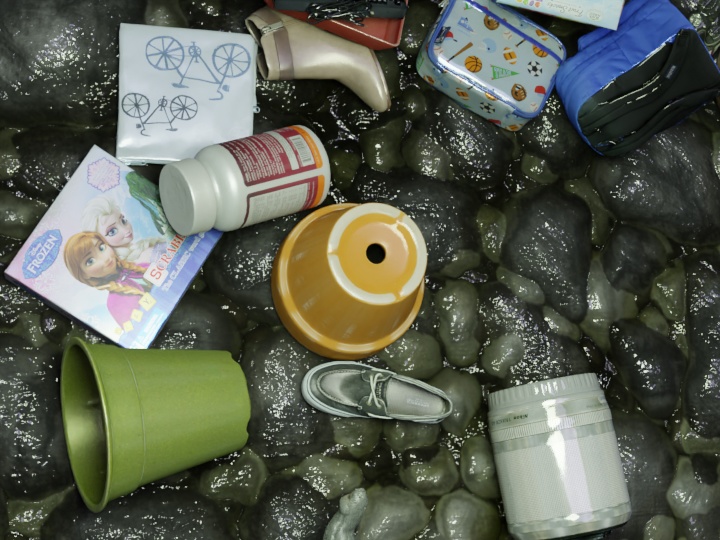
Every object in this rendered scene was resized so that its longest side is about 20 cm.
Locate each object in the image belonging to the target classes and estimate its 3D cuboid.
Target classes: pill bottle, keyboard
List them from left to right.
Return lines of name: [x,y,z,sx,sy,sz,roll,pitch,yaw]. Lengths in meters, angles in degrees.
pill bottle: [-0.145,-0.112,1.461,0.199,0.109,0.110,-18,82,-33]
keyboard: [-0.023,-0.364,1.512,0.198,0.040,0.105,-3,53,-27]

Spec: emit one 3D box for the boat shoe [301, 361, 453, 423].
boat shoe: [0.026,0.154,1.489,0.198,0.071,0.073,8,76,-12]

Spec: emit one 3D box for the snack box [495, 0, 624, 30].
snack box: [0.265,-0.391,1.598,0.167,0.200,0.068,13,110,-2]

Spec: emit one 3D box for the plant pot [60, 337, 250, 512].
plant pot: [-0.237,0.166,1.372,0.188,0.200,0.202,-7,79,-28]

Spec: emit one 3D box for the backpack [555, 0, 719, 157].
backpack: [0.375,-0.266,1.616,0.200,0.168,0.162,-38,130,13]

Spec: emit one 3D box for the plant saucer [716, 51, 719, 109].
plant saucer: [0.573,-0.297,1.708,0.199,0.035,0.202,-19,117,-41]

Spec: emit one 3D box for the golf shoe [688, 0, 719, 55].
golf shoe: [0.478,-0.310,1.709,0.200,0.088,0.077,-45,69,5]

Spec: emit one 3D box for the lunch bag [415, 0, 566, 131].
lunch bag: [0.183,-0.305,1.634,0.199,0.076,0.161,32,70,-7]

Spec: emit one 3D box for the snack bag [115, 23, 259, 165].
snack bag: [-0.227,-0.227,1.536,0.187,0.021,0.202,2,77,-14]

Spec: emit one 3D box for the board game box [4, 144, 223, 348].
board game box: [-0.306,-0.021,1.457,0.199,0.041,0.201,32,71,-6]

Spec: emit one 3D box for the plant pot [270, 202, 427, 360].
plant pot: [0.000,0.000,1.458,0.198,0.183,0.202,3,77,-14]

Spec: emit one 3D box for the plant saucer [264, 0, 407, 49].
plant saucer: [-0.033,-0.385,1.578,0.198,0.037,0.201,20,45,-9]

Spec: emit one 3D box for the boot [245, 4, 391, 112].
boot: [-0.063,-0.282,1.560,0.145,0.070,0.201,-20,70,-25]

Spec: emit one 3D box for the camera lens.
camera lens: [0.251,0.244,1.481,0.158,0.160,0.202,-8,80,-16]

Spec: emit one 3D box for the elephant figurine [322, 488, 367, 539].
elephant figurine: [-0.022,0.387,1.386,0.200,0.155,0.141,-42,68,-11]
